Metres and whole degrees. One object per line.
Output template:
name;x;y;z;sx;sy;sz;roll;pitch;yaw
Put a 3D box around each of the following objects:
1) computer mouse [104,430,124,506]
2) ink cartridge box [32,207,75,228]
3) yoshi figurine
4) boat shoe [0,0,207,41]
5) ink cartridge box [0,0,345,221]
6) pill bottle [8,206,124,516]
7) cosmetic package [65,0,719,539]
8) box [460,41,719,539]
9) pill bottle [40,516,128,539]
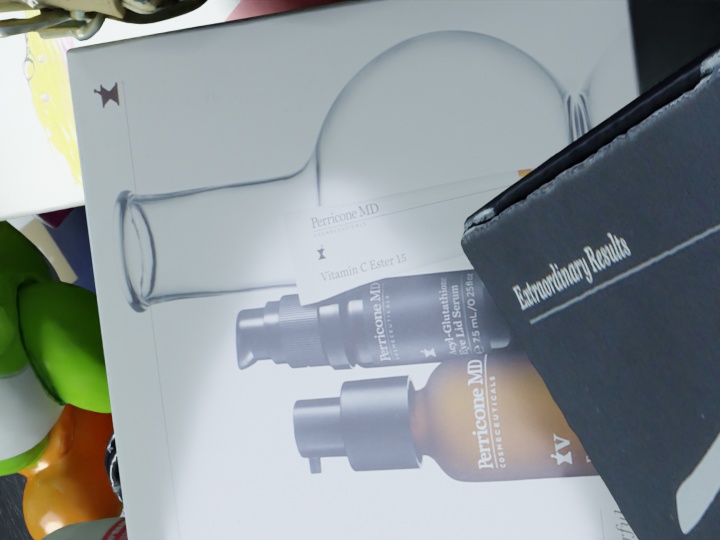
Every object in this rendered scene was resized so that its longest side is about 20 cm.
computer mouse;0.000;0.000;0.695;0.058;0.200;0.034;30;-149;-17
ink cartridge box;-0.127;-0.112;0.851;0.200;0.095;0.037;47;169;-29
yoshi figurine;-0.131;0.032;0.807;0.200;0.113;0.112;27;178;-38
boat shoe;-0.034;-0.082;0.636;0.199;0.073;0.063;-14;110;29
ink cartridge box;-0.080;-0.080;0.748;0.199;0.068;0.117;-11;114;31
pill bottle;-0.071;0.011;0.959;0.200;0.111;0.111;56;161;11
cosmetic package;0.017;0.039;0.636;0.150;0.052;0.201;-6;92;36
box;0.125;0.038;0.495;0.201;0.104;0.148;60;162;0
pill bottle;0.014;0.113;0.747;0.112;0.199;0.113;-7;-90;-73
